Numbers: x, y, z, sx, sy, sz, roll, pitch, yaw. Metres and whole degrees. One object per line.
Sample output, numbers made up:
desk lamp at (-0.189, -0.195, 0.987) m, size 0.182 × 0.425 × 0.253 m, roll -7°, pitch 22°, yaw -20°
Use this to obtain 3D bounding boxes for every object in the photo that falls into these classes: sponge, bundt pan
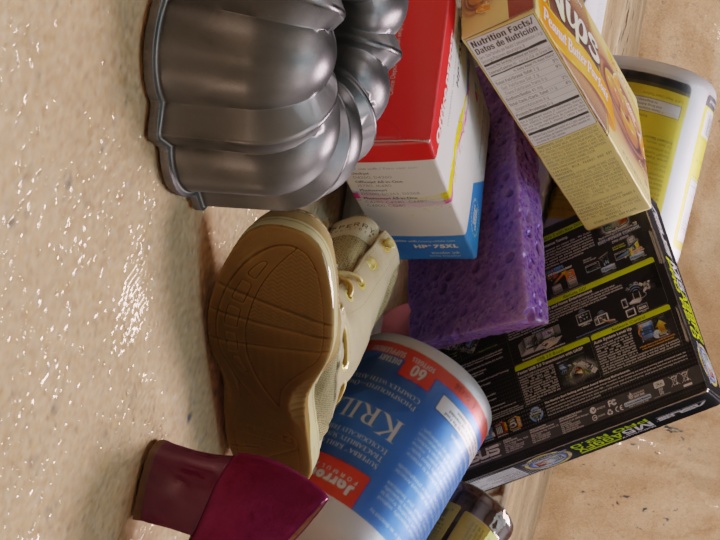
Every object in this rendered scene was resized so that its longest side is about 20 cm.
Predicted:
sponge at (0.081, -0.048, 0.937) m, size 0.030 × 0.111 × 0.203 m, roll 16°, pitch 65°, yaw -41°
bundt pan at (-0.028, -0.122, 0.627) m, size 0.202 × 0.075 × 0.205 m, roll 13°, pitch 90°, yaw -75°

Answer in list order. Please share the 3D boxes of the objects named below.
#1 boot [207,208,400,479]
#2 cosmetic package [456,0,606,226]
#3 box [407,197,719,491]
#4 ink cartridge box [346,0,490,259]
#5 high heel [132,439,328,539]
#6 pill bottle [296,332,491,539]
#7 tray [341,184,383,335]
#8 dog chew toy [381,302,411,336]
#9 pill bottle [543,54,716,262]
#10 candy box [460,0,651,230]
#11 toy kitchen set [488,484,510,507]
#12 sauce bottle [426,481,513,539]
boot at (-0.025, 0.010, 0.756) m, size 0.202 × 0.072 × 0.156 m, roll 91°, pitch 19°, yaw -44°
cosmetic package at (0.126, -0.153, 1.091) m, size 0.200 × 0.121 × 0.202 m, roll -52°, pitch 152°, yaw -55°
box at (0.144, 0.053, 0.940) m, size 0.044 × 0.198 × 0.162 m, roll 29°, pitch 41°, yaw -55°
ink cartridge box at (0.031, -0.101, 0.822) m, size 0.200 × 0.066 × 0.118 m, roll 59°, pitch 35°, yaw -61°
high heel at (-0.077, 0.191, 0.668) m, size 0.067 × 0.095 × 0.203 m, roll -39°, pitch 140°, yaw -67°
pill bottle at (-0.003, 0.150, 0.859) m, size 0.201 × 0.111 × 0.113 m, roll -55°, pitch 157°, yaw -29°
tray at (0.000, 0.000, 0.945) m, size 0.107 × 0.022 × 0.203 m, roll -37°, pitch 138°, yaw -70°
dog chew toy at (0.099, 0.098, 1.055) m, size 0.124 × 0.198 × 0.126 m, roll 13°, pitch 90°, yaw -75°
pill bottle at (0.209, -0.061, 1.030) m, size 0.112 × 0.111 × 0.203 m, roll 22°, pitch 82°, yaw -75°
candy box at (0.135, -0.136, 0.881) m, size 0.200 × 0.055 × 0.116 m, roll 48°, pitch 32°, yaw -39°
toy kitchen set at (0.048, 0.251, 1.249) m, size 0.201 × 0.178 × 0.165 m, roll -122°, pitch -148°, yaw -49°
sauce bottle at (0.030, 0.238, 0.874) m, size 0.201 × 0.064 × 0.065 m, roll -51°, pitch 155°, yaw -25°
